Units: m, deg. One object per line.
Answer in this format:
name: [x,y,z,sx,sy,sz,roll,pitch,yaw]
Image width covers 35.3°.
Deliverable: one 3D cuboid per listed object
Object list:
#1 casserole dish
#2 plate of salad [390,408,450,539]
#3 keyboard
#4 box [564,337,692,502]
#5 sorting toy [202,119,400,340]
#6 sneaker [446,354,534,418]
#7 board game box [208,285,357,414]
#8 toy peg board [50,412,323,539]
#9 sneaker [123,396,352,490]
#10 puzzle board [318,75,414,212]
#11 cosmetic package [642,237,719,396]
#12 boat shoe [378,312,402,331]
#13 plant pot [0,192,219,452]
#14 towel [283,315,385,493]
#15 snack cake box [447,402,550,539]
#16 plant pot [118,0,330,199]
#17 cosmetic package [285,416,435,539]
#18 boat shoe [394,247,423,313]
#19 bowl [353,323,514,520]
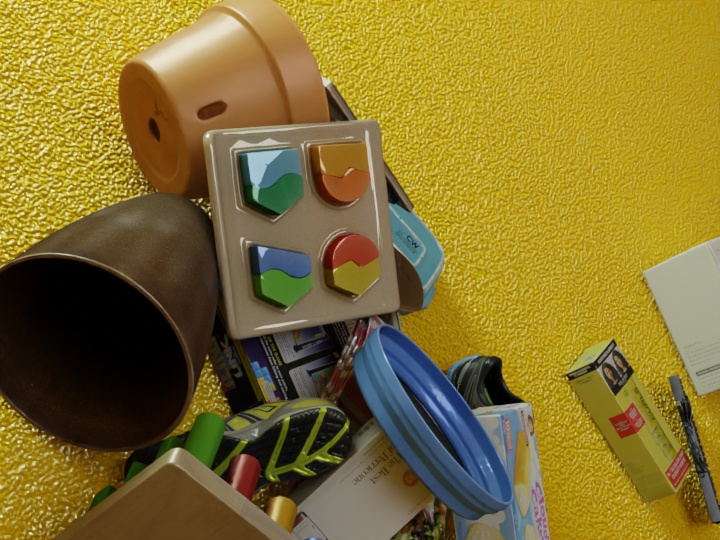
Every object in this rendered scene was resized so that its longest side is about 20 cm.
casserole dish: [0.027,-0.042,1.295,0.200,0.039,0.121,49,44,-13]
plate of salad: [0.043,0.232,1.100,0.200,0.048,0.201,-10,103,-51]
keyboard: [0.447,0.235,1.507,0.127,0.021,0.201,39,35,-67]
box: [0.346,0.192,1.455,0.075,0.050,0.200,-34,94,-49]
sorting toy: [-0.045,-0.041,1.034,0.199,0.036,0.186,-9,94,-36]
sneaker: [0.158,0.188,1.257,0.071,0.083,0.200,-8,75,-49]
board game box: [-0.073,0.067,1.128,0.165,0.057,0.201,-15,79,-48]
toy peg board: [-0.124,0.223,0.904,0.199,0.200,0.098,42,31,-18]
sneaker: [-0.107,0.162,0.999,0.199,0.076,0.076,-10,101,-8]
puzzle board: [-0.033,-0.147,1.175,0.017,0.151,0.200,-47,137,-9]
cosmetic package: [0.547,0.054,1.667,0.199,0.123,0.201,-14,79,-46]
boat shoe: [0.000,0.000,1.213,0.062,0.074,0.201,-28,97,-58]
plant pot: [-0.197,0.020,0.969,0.187,0.187,0.200,47,30,-14]
towel: [0.010,0.158,1.108,0.146,0.030,0.201,46,59,-42]
snack cake box: [0.145,0.244,1.170,0.115,0.067,0.201,-1,82,-64]
plant pot: [-0.143,-0.155,1.101,0.140,0.200,0.201,-23,84,-30]
cosmetic package: [-0.030,0.229,0.999,0.200,0.051,0.083,-42,102,-6]
boat shoe: [-0.022,0.002,1.123,0.200,0.064,0.072,21,53,-35]
bowl: [0.064,0.139,1.033,0.201,0.039,0.201,50,11,-13]
